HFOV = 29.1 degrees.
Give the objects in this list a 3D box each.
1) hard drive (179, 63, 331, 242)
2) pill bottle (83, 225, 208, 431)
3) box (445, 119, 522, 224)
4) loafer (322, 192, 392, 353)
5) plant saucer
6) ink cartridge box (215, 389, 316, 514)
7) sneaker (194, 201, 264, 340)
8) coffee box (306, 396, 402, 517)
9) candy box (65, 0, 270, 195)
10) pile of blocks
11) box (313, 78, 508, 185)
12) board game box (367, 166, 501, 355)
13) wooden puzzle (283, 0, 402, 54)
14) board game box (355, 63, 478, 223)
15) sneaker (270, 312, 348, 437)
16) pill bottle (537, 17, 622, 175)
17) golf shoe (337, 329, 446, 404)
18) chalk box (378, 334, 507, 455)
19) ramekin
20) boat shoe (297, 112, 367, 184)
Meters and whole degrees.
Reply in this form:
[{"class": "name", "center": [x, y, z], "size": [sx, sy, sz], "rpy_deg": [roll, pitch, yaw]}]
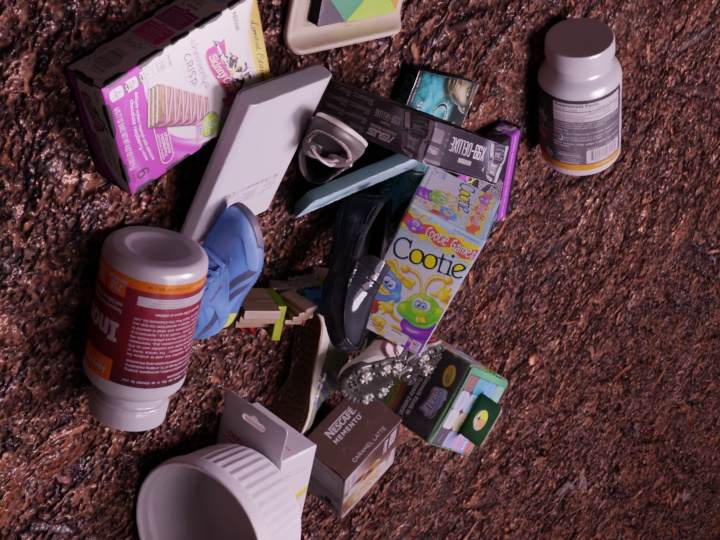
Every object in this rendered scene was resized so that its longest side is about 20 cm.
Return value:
[{"class": "hard drive", "center": [-0.114, -0.125, 1.488], "size": [0.132, 0.027, 0.200], "rpy_deg": [-29, 156, -46]}, {"class": "pill bottle", "center": [-0.232, 0.064, 1.472], "size": [0.113, 0.113, 0.201], "rpy_deg": [-13, 125, -47]}, {"class": "box", "center": [0.146, -0.100, 1.871], "size": [0.200, 0.036, 0.144], "rpy_deg": [-38, 145, -43]}, {"class": "loafer", "center": [0.000, 0.000, 1.666], "size": [0.068, 0.070, 0.202], "rpy_deg": [35, 56, -52]}, {"class": "plant saucer", "center": [0.012, -0.114, 1.669], "size": [0.199, 0.019, 0.070], "rpy_deg": [-23, 176, -23]}, {"class": "ink cartridge box", "center": [-0.125, 0.249, 1.748], "size": [0.067, 0.117, 0.201], "rpy_deg": [-17, 129, -46]}, {"class": "sneaker", "center": [-0.164, 0.010, 1.520], "size": [0.078, 0.066, 0.201], "rpy_deg": [-24, 153, -39]}, {"class": "coffee box", "center": [-0.014, 0.244, 1.864], "size": [0.114, 0.080, 0.200], "rpy_deg": [-46, 165, -20]}, {"class": "candy box", "center": [-0.184, -0.187, 1.386], "size": [0.200, 0.061, 0.137], "rpy_deg": [-40, 143, -27]}, {"class": "pile of blocks", "center": [-0.081, 0.050, 1.683], "size": [0.199, 0.082, 0.063], "rpy_deg": [-16, 127, -46]}, {"class": "box", "center": [0.046, -0.163, 1.575], "size": [0.157, 0.199, 0.050], "rpy_deg": [9, 104, -54]}, {"class": "board game box", "center": [0.081, -0.012, 1.750], "size": [0.201, 0.103, 0.105], "rpy_deg": [-63, 180, 36]}, {"class": "wooden puzzle", "center": [0.002, -0.343, 1.525], "size": [0.184, 0.037, 0.201], "rpy_deg": [-21, 131, -42]}, {"class": "board game box", "center": [0.069, -0.156, 1.763], "size": [0.135, 0.028, 0.201], "rpy_deg": [1, 115, -52]}, {"class": "sneaker", "center": [-0.052, 0.146, 1.803], "size": [0.090, 0.067, 0.201], "rpy_deg": [-3, 115, -45]}, {"class": "pill bottle", "center": [0.304, -0.240, 1.922], "size": [0.116, 0.116, 0.201], "rpy_deg": [-38, 140, -27]}, {"class": "golf shoe", "center": [0.022, 0.113, 1.794], "size": [0.200, 0.088, 0.077], "rpy_deg": [-15, 144, -54]}, {"class": "chalk box", "center": [0.112, 0.170, 1.915], "size": [0.125, 0.200, 0.124], "rpy_deg": [-60, 146, 3]}, {"class": "ramekin", "center": [-0.165, 0.305, 1.678], "size": [0.105, 0.199, 0.201], "rpy_deg": [-24, 134, -52]}, {"class": "boat shoe", "center": [-0.036, -0.129, 1.544], "size": [0.057, 0.067, 0.200], "rpy_deg": [-61, -177, -3]}]
